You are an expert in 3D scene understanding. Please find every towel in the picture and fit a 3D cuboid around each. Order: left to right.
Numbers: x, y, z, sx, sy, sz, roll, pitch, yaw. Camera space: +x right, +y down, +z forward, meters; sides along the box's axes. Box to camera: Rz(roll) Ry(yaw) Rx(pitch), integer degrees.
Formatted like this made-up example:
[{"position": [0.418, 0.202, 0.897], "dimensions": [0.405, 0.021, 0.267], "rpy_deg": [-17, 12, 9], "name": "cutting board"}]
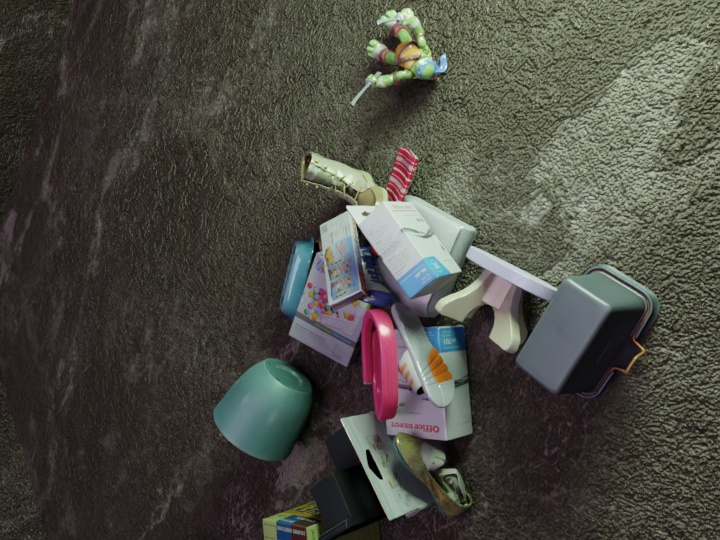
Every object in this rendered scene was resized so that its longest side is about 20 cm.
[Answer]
[{"position": [0.060, -0.137, 1.198], "dimensions": [0.145, 0.022, 0.200], "rpy_deg": [-104, 33, -69], "name": "towel"}]

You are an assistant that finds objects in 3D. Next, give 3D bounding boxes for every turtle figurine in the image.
[{"position": [0.052, -0.427, 1.166], "dimensions": [0.194, 0.200, 0.144], "rpy_deg": [-115, 15, -51], "name": "turtle figurine"}]

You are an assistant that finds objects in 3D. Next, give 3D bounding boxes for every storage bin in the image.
[{"position": [0.333, 0.102, 0.916], "dimensions": [0.146, 0.134, 0.200], "rpy_deg": [41, 116, 36], "name": "storage bin"}]

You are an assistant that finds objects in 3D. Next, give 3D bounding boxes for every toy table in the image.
[{"position": [0.222, 0.045, 1.001], "dimensions": [0.117, 0.184, 0.200], "rpy_deg": [-64, 15, 10], "name": "toy table"}]

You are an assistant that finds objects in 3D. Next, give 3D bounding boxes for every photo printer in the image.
[{"position": [0.113, -0.022, 1.168], "dimensions": [0.166, 0.069, 0.200], "rpy_deg": [36, 113, 38], "name": "photo printer"}]

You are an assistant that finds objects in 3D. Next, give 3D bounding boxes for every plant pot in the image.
[{"position": [-0.201, 0.298, 1.379], "dimensions": [0.201, 0.200, 0.161], "rpy_deg": [41, 103, 36], "name": "plant pot"}]

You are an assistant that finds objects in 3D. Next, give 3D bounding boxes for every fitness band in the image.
[{"position": [0.034, 0.168, 1.107], "dimensions": [0.144, 0.037, 0.200], "rpy_deg": [-152, 59, -77], "name": "fitness band"}]

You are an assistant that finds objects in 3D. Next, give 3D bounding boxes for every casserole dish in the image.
[{"position": [-0.146, 0.015, 1.380], "dimensions": [0.121, 0.039, 0.200], "rpy_deg": [-126, 51, -75], "name": "casserole dish"}]

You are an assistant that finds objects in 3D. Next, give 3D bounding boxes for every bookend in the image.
[{"position": [-0.022, 0.396, 1.197], "dimensions": [0.092, 0.200, 0.199], "rpy_deg": [-44, 62, 33], "name": "bookend"}]

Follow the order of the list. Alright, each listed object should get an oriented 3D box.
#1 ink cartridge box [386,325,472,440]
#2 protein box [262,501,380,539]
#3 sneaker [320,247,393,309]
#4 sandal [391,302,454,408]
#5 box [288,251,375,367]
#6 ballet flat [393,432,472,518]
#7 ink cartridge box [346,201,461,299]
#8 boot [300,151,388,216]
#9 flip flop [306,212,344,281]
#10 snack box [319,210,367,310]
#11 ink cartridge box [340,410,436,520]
[{"position": [0.121, 0.206, 1.146], "dimensions": [0.146, 0.086, 0.200], "rpy_deg": [-9, 81, 43], "name": "ink cartridge box"}, {"position": [-0.071, 0.582, 1.237], "dimensions": [0.135, 0.200, 0.199], "rpy_deg": [-11, 81, 42], "name": "protein box"}, {"position": [0.000, 0.000, 1.184], "dimensions": [0.200, 0.075, 0.088], "rpy_deg": [36, 100, 40], "name": "sneaker"}, {"position": [0.096, 0.153, 1.068], "dimensions": [0.059, 0.079, 0.207], "rpy_deg": [-46, 52, 31], "name": "sandal"}, {"position": [-0.053, 0.082, 1.308], "dimensions": [0.156, 0.041, 0.200], "rpy_deg": [27, 107, 18], "name": "box"}, {"position": [0.136, 0.358, 1.096], "dimensions": [0.071, 0.071, 0.200], "rpy_deg": [-21, 109, 41], "name": "ballet flat"}, {"position": [0.075, -0.054, 1.064], "dimensions": [0.067, 0.116, 0.200], "rpy_deg": [-41, 75, 26], "name": "ink cartridge box"}, {"position": [-0.036, -0.167, 1.213], "dimensions": [0.072, 0.154, 0.200], "rpy_deg": [-61, 28, 20], "name": "boot"}, {"position": [-0.078, -0.043, 1.354], "dimensions": [0.200, 0.058, 0.081], "rpy_deg": [-50, 53, 33], "name": "flip flop"}, {"position": [-0.035, -0.023, 1.171], "dimensions": [0.072, 0.024, 0.200], "rpy_deg": [-25, 49, 19], "name": "snack box"}, {"position": [0.054, 0.359, 1.143], "dimensions": [0.044, 0.173, 0.200], "rpy_deg": [-47, 59, 32], "name": "ink cartridge box"}]
